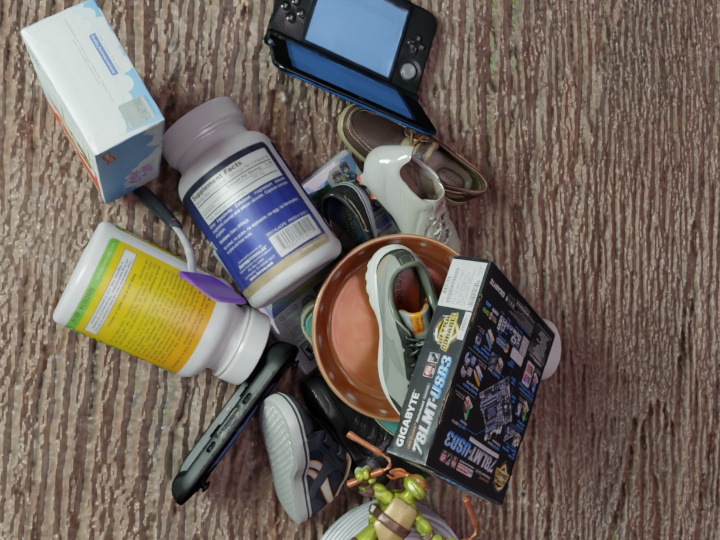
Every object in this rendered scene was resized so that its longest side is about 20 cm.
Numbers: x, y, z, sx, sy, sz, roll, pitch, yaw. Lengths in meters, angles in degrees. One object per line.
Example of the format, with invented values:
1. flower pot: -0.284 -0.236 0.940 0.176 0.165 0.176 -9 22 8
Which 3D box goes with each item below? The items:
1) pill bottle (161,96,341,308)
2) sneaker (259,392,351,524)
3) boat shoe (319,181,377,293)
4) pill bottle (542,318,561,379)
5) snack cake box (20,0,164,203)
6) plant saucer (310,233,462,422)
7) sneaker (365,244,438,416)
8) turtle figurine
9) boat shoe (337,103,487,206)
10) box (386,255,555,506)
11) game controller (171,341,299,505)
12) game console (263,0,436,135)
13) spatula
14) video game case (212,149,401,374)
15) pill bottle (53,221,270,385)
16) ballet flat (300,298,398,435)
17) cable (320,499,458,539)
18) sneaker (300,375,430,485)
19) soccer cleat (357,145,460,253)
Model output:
1. pill bottle: -0.117 -0.072 0.768 0.115 0.116 0.201 -33 88 -17
2. sneaker: -0.060 0.195 0.815 0.079 0.078 0.201 -27 139 -26
3. boat shoe: 0.000 0.000 0.831 0.068 0.057 0.202 -18 95 24
4. pill bottle: 0.143 0.090 0.902 0.198 0.109 0.111 6 90 -22
5. snack cake box: -0.239 -0.144 0.677 0.067 0.200 0.116 -32 94 -17
6. plant saucer: 0.044 0.061 0.795 0.198 0.032 0.203 0 92 -10
7. sneaker: 0.053 0.075 0.742 0.073 0.079 0.202 -16 97 -11
8. turtle figurine: 0.024 0.283 0.822 0.200 0.064 0.162 41 78 -15
9. boat shoe: 0.068 -0.140 0.879 0.199 0.072 0.073 31 81 -20
10. box: 0.121 0.117 0.740 0.200 0.049 0.200 39 68 -49
11. game controller: -0.132 0.161 0.791 0.042 0.104 0.201 36 84 -6
12. game console: 0.003 -0.258 0.823 0.198 0.118 0.172 19 86 -22
13. spatula: -0.181 -0.029 0.744 0.021 0.200 0.056 -50 151 17
14. video game case: -0.043 -0.010 0.869 0.200 0.022 0.183 -39 106 -15
15. pill bottle: -0.199 0.042 0.759 0.199 0.111 0.112 28 82 -21
16. ballet flat: 0.009 0.107 0.841 0.067 0.062 0.201 -38 97 4
17. cable: 0.036 0.383 0.894 0.198 0.069 0.202 -7 95 -22
18. sneaker: 0.017 0.185 0.885 0.104 0.060 0.201 -37 105 -22
19. soccer cleat: 0.075 -0.068 0.856 0.200 0.077 0.070 46 52 -38
